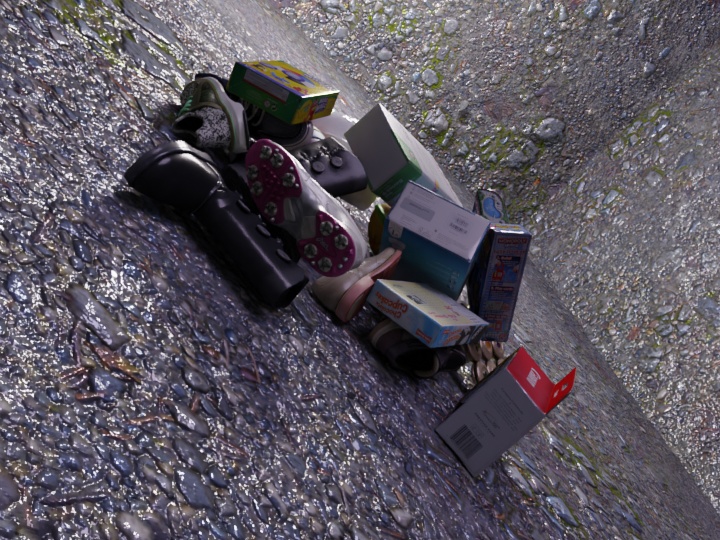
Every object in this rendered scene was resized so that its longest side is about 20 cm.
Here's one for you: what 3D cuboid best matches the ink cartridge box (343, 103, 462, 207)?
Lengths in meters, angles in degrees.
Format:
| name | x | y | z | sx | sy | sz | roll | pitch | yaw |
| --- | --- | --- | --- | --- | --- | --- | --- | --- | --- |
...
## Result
| name | x | y | z | sx | sy | sz | roll | pitch | yaw |
| --- | --- | --- | --- | --- | --- | --- | --- | --- | --- |
| ink cartridge box | 0.077 | -0.166 | 1.295 | 0.199 | 0.087 | 0.147 | 29 | 29 | -50 |

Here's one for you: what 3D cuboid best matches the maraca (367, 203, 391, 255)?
| name | x | y | z | sx | sy | sz | roll | pitch | yaw |
| --- | --- | --- | --- | --- | --- | --- | --- | --- | --- |
| maraca | 0.082 | -0.035 | 1.384 | 0.202 | 0.106 | 0.137 | 58 | 10 | 3 |

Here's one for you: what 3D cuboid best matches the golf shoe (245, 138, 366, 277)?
| name | x | y | z | sx | sy | sz | roll | pitch | yaw |
| --- | --- | --- | --- | --- | --- | --- | --- | --- | --- |
| golf shoe | -0.066 | -0.075 | 0.924 | 0.201 | 0.075 | 0.091 | 53 | 21 | 13 |

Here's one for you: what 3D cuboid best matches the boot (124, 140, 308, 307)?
| name | x | y | z | sx | sy | sz | roll | pitch | yaw |
| --- | --- | --- | --- | --- | --- | --- | --- | --- | --- |
| boot | -0.150 | -0.042 | 0.832 | 0.201 | 0.065 | 0.165 | 53 | 17 | 4 |

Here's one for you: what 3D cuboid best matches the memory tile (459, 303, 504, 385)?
| name | x | y | z | sx | sy | sz | roll | pitch | yaw |
| --- | --- | --- | --- | --- | --- | --- | --- | --- | --- |
| memory tile | 0.218 | 0.153 | 1.287 | 0.152 | 0.017 | 0.203 | 8 | 65 | -59 |

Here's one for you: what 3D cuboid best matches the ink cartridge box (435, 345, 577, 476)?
| name | x | y | z | sx | sy | sz | roll | pitch | yaw |
| --- | --- | --- | --- | --- | --- | --- | --- | --- | --- |
| ink cartridge box | 0.213 | 0.178 | 1.072 | 0.084 | 0.175 | 0.200 | 49 | 15 | 10 |

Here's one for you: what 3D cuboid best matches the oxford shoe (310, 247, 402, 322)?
| name | x | y | z | sx | sy | sz | roll | pitch | yaw |
| --- | --- | --- | --- | --- | --- | --- | --- | --- | --- |
| oxford shoe | 0.000 | 0.000 | 1.075 | 0.073 | 0.071 | 0.200 | 33 | 28 | 11 |

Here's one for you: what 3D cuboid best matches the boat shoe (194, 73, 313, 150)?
| name | x | y | z | sx | sy | sz | roll | pitch | yaw |
| --- | --- | --- | --- | --- | --- | --- | --- | --- | --- |
| boat shoe | -0.173 | -0.244 | 1.161 | 0.197 | 0.076 | 0.093 | 20 | 0 | 18 |

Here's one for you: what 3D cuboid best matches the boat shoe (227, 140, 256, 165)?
| name | x | y | z | sx | sy | sz | roll | pitch | yaw |
| --- | --- | --- | --- | --- | --- | --- | --- | --- | --- |
| boat shoe | -0.158 | -0.161 | 1.123 | 0.069 | 0.057 | 0.201 | 43 | 15 | -17 |

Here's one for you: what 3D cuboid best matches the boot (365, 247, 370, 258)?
| name | x | y | z | sx | sy | sz | roll | pitch | yaw |
| --- | --- | --- | --- | --- | --- | --- | --- | --- | --- |
| boot | -0.069 | -0.048 | 1.099 | 0.199 | 0.073 | 0.091 | 41 | 30 | -16 |

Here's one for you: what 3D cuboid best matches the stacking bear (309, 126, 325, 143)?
| name | x | y | z | sx | sy | sz | roll | pitch | yaw |
| --- | --- | --- | --- | --- | --- | --- | --- | --- | --- |
| stacking bear | -0.111 | -0.209 | 1.282 | 0.113 | 0.122 | 0.201 | 18 | 28 | -42 |

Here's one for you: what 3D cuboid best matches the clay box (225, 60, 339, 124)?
| name | x | y | z | sx | sy | sz | roll | pitch | yaw |
| --- | --- | --- | --- | --- | --- | --- | --- | --- | --- |
| clay box | -0.108 | -0.274 | 1.147 | 0.114 | 0.048 | 0.200 | 29 | 23 | 6 |

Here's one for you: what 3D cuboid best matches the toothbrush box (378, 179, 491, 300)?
| name | x | y | z | sx | sy | sz | roll | pitch | yaw |
| --- | --- | --- | --- | --- | --- | --- | --- | --- | --- |
| toothbrush box | 0.109 | -0.026 | 1.205 | 0.145 | 0.086 | 0.201 | 27 | -29 | 11 |

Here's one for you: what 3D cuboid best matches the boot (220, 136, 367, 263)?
| name | x | y | z | sx | sy | sz | roll | pitch | yaw |
| --- | --- | --- | --- | --- | --- | --- | --- | --- | --- |
| boot | -0.068 | -0.096 | 1.023 | 0.198 | 0.066 | 0.166 | -20 | 71 | -43 |

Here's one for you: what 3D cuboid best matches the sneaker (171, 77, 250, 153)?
| name | x | y | z | sx | sy | sz | roll | pitch | yaw |
| --- | --- | --- | --- | --- | --- | --- | --- | --- | --- |
| sneaker | -0.228 | -0.219 | 1.060 | 0.087 | 0.078 | 0.200 | -13 | 31 | -29 |

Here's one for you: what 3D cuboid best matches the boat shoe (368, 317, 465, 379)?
| name | x | y | z | sx | sy | sz | roll | pitch | yaw |
| --- | --- | --- | --- | --- | --- | --- | --- | --- | --- |
| boat shoe | 0.090 | 0.123 | 1.085 | 0.199 | 0.072 | 0.065 | 26 | 31 | -47 |

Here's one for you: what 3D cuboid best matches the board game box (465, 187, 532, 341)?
| name | x | y | z | sx | sy | sz | roll | pitch | yaw |
| --- | --- | --- | --- | --- | --- | --- | --- | --- | --- |
| board game box | 0.217 | -0.027 | 1.218 | 0.060 | 0.202 | 0.202 | 3 | 49 | -4 |

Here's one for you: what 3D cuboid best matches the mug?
| name | x | y | z | sx | sy | sz | roll | pitch | yaw |
| --- | --- | --- | --- | --- | --- | --- | --- | --- | --- |
| mug | -0.028 | -0.218 | 1.423 | 0.174 | 0.149 | 0.200 | 30 | 1 | -12 |

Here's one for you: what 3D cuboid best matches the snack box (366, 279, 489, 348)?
| name | x | y | z | sx | sy | sz | roll | pitch | yaw |
| --- | --- | --- | --- | --- | --- | --- | --- | --- | --- |
| snack box | 0.101 | 0.061 | 1.081 | 0.116 | 0.037 | 0.199 | 35 | 13 | 25 |

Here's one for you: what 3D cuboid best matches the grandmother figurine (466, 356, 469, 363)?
| name | x | y | z | sx | sy | sz | roll | pitch | yaw |
| --- | --- | --- | --- | --- | --- | --- | --- | --- | --- |
| grandmother figurine | 0.127 | 0.106 | 1.247 | 0.199 | 0.060 | 0.122 | 31 | 31 | -39 |
